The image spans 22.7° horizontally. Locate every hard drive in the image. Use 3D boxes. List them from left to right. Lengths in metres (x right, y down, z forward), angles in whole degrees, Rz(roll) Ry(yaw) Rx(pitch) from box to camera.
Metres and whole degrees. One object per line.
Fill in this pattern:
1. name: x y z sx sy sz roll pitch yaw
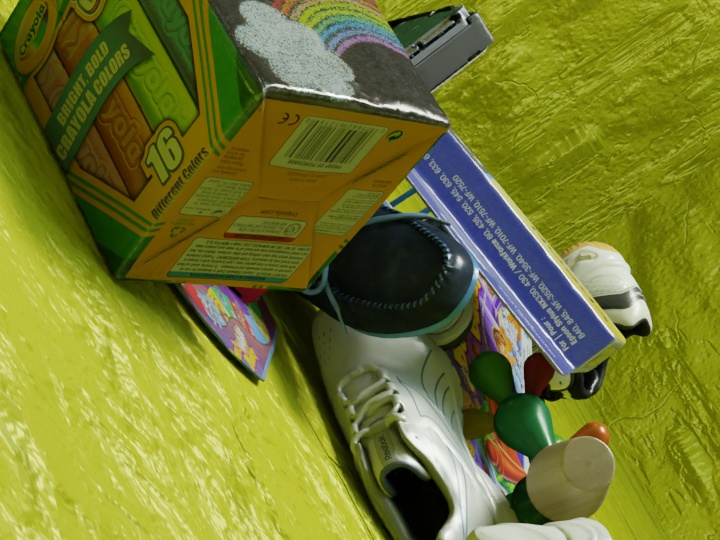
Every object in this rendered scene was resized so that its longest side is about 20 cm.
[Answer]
1. hard drive: -0.005 -0.124 1.236 0.038 0.140 0.200 55 -17 -13

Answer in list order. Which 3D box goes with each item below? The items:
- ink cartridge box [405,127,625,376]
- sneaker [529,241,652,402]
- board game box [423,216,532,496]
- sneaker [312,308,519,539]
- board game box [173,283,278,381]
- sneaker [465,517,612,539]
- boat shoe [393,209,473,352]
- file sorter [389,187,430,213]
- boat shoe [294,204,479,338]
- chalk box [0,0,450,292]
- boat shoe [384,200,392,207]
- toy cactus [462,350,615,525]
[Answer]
1. ink cartridge box: 0.086 -0.022 1.113 0.198 0.047 0.200 52 4 8
2. sneaker: 0.127 0.071 1.311 0.076 0.200 0.088 15 35 -48
3. board game box: 0.066 0.080 1.184 0.134 0.045 0.200 52 28 -37
4. sneaker: 0.025 0.092 1.015 0.200 0.074 0.087 59 13 28
5. board game box: -0.077 -0.028 0.959 0.158 0.039 0.200 56 7 -8
6. sneaker: 0.086 0.218 0.905 0.099 0.078 0.200 8 50 -21
7. boat shoe: 0.000 0.000 1.142 0.200 0.075 0.062 31 -26 35
8. file sorter: 0.062 0.015 1.404 0.139 0.123 0.200 60 7 23
9. boat shoe: -0.020 -0.011 1.026 0.200 0.084 0.069 11 -23 47
10. chalk box: -0.076 -0.106 0.837 0.125 0.124 0.200 5 46 -45
11. boat shoe: -0.001 -0.006 1.277 0.200 0.072 0.072 56 13 23
12. toy cactus: 0.119 0.132 1.039 0.165 0.102 0.200 114 -31 -70
